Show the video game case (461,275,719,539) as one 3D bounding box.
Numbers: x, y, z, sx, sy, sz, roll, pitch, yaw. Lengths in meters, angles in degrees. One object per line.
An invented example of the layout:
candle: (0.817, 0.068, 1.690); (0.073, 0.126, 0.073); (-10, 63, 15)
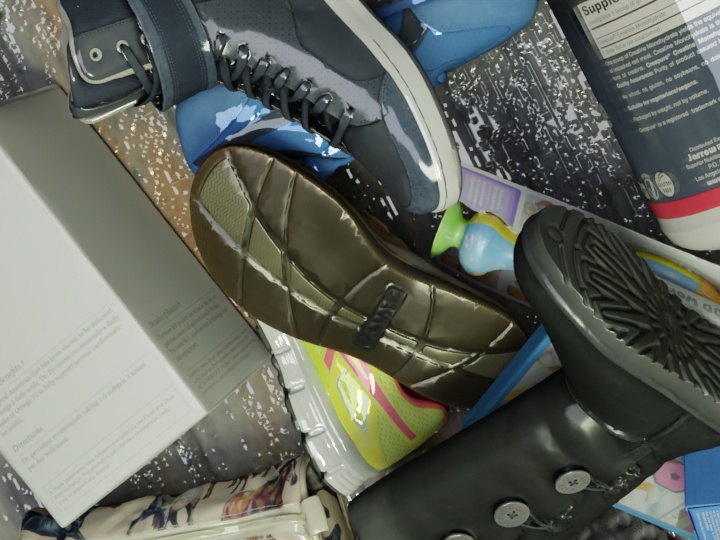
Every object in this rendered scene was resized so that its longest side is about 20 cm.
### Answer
video game case: (0.170, 0.078, 0.940); (0.199, 0.018, 0.143); (23, 131, -13)

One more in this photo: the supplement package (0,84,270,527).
supplement package: (-0.166, 0.016, 1.026); (0.117, 0.117, 0.200); (-37, 92, 20)

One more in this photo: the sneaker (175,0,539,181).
sneaker: (0.003, -0.092, 0.963); (0.199, 0.066, 0.079); (-19, 84, 1)

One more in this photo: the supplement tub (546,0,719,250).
supplement tub: (0.169, -0.124, 0.886); (0.140, 0.140, 0.201); (-25, 97, 19)

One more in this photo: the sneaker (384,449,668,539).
sneaker: (0.102, 0.169, 1.023); (0.199, 0.075, 0.082); (23, 121, 17)

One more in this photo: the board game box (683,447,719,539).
board game box: (0.276, 0.138, 0.937); (0.199, 0.045, 0.152); (-9, 131, 17)

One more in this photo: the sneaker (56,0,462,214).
sneaker: (-0.057, -0.084, 0.877); (0.146, 0.077, 0.203); (-32, 79, -19)

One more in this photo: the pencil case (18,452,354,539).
pencil case: (-0.099, 0.156, 1.054); (0.199, 0.089, 0.078); (-13, 84, 18)

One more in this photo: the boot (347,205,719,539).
boot: (0.069, 0.072, 0.892); (0.165, 0.066, 0.200); (39, 127, -25)

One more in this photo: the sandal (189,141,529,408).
sandal: (0.000, 0.000, 0.952); (0.199, 0.055, 0.082); (27, 114, -15)

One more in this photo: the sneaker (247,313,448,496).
sneaker: (-0.014, 0.016, 1.015); (0.090, 0.078, 0.201); (-23, 98, 5)

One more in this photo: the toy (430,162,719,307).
toy: (0.126, 0.023, 0.953); (0.199, 0.115, 0.047); (27, 65, 10)
